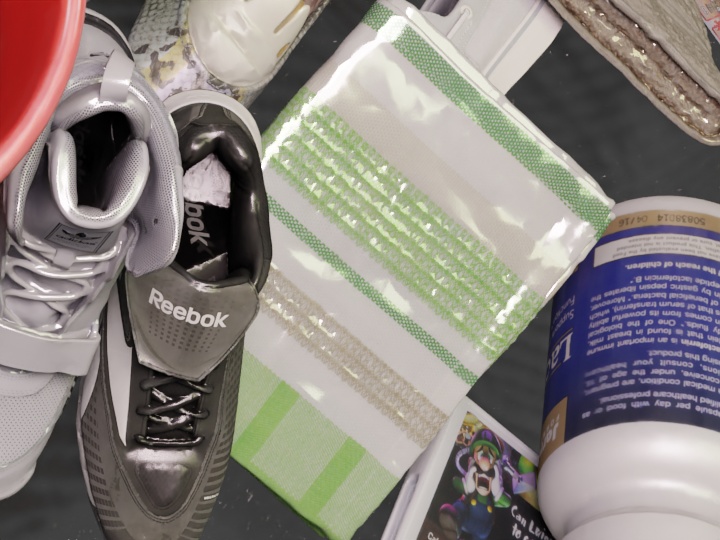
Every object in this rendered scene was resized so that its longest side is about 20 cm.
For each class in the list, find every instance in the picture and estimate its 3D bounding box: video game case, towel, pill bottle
[{"bbox_3d":[0.080,0.187,1.079,0.200,0.023,0.183,39,56,-23],"label":"video game case"},{"bbox_3d":[0.116,-0.160,1.165,0.200,0.034,0.133,40,25,-25],"label":"towel"},{"bbox_3d":[0.142,0.074,1.076,0.115,0.115,0.201,33,46,-27],"label":"pill bottle"},{"bbox_3d":[0.000,0.000,1.009,0.149,0.031,0.200,42,85,-14],"label":"towel"}]

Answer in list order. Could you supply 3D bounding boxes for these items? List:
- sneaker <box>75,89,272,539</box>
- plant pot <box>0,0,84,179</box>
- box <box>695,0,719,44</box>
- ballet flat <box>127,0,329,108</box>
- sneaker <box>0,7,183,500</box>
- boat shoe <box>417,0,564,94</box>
[{"bbox_3d":[-0.075,0.025,0.929,0.066,0.090,0.202,9,91,-9],"label":"sneaker"},{"bbox_3d":[-0.208,-0.075,0.791,0.199,0.177,0.202,6,72,-19],"label":"plant pot"},{"bbox_3d":[0.197,-0.230,1.284,0.200,0.040,0.137,51,51,-15],"label":"box"},{"bbox_3d":[-0.044,-0.133,1.043,0.072,0.072,0.201,46,54,-19],"label":"ballet flat"},{"bbox_3d":[-0.123,0.001,0.872,0.075,0.115,0.202,13,97,-21],"label":"sneaker"},{"bbox_3d":[0.032,-0.096,1.091,0.069,0.072,0.200,51,52,-12],"label":"boat shoe"}]
